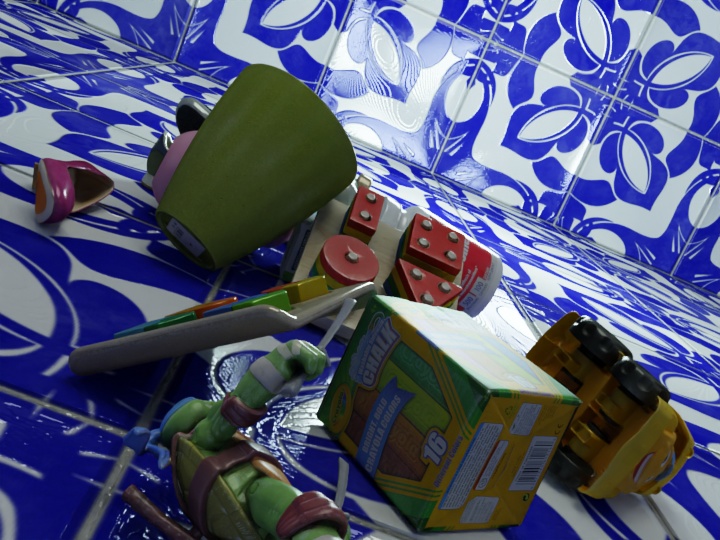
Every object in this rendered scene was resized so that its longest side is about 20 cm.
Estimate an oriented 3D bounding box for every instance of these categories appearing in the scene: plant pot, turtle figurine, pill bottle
[{"bbox_3d":[-0.136,-0.102,0.972,0.186,0.200,0.188,34,-23,17],"label":"plant pot"},{"bbox_3d":[-0.020,0.118,0.484,0.199,0.145,0.194,7,24,-39],"label":"turtle figurine"},{"bbox_3d":[0.096,-0.020,1.201,0.199,0.113,0.112,30,11,-17],"label":"pill bottle"}]

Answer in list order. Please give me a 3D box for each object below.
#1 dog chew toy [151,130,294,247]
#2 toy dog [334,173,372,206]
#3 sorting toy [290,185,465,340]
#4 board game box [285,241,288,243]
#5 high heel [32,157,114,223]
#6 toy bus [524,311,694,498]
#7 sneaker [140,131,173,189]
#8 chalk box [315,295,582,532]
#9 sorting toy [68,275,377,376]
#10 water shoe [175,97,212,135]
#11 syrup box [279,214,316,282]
[{"bbox_3d":[-0.171,-0.097,1.109,0.199,0.125,0.125,29,12,-15],"label":"dog chew toy"},{"bbox_3d":[-0.044,-0.098,1.182,0.131,0.097,0.200,28,12,13],"label":"toy dog"},{"bbox_3d":[0.033,-0.001,0.983,0.199,0.070,0.200,25,41,-8],"label":"sorting toy"},{"bbox_3d":[-0.045,-0.031,1.259,0.199,0.024,0.105,27,12,16],"label":"board game box"},{"bbox_3d":[-0.312,-0.087,0.932,0.095,0.068,0.200,5,7,-24],"label":"high heel"},{"bbox_3d":[0.272,0.165,0.868,0.191,0.136,0.200,35,10,-23],"label":"toy bus"},{"bbox_3d":[-0.212,-0.140,1.210,0.198,0.091,0.067,17,13,-2],"label":"sneaker"},{"bbox_3d":[0.056,0.104,0.702,0.123,0.125,0.200,12,17,-41],"label":"chalk box"},{"bbox_3d":[-0.100,0.037,0.664,0.184,0.037,0.200,-14,-2,21],"label":"sorting toy"},{"bbox_3d":[-0.173,-0.173,1.178,0.200,0.071,0.079,44,44,-19],"label":"water shoe"},{"bbox_3d":[0.000,0.000,1.095,0.198,0.079,0.082,22,13,-10],"label":"syrup box"}]
